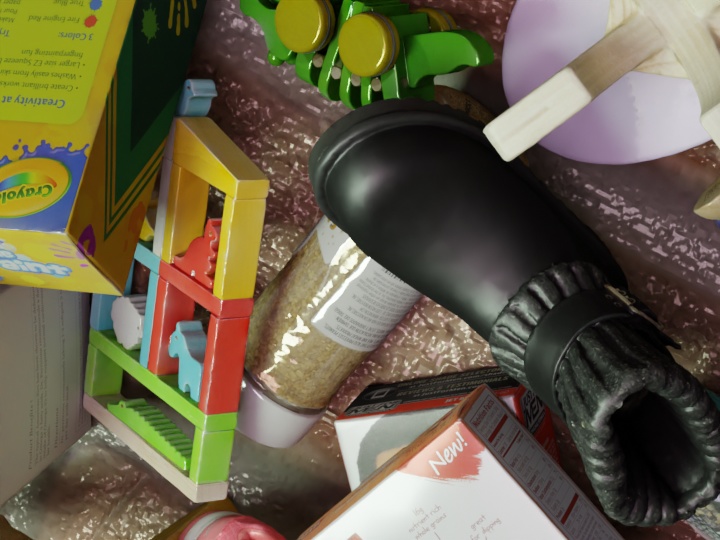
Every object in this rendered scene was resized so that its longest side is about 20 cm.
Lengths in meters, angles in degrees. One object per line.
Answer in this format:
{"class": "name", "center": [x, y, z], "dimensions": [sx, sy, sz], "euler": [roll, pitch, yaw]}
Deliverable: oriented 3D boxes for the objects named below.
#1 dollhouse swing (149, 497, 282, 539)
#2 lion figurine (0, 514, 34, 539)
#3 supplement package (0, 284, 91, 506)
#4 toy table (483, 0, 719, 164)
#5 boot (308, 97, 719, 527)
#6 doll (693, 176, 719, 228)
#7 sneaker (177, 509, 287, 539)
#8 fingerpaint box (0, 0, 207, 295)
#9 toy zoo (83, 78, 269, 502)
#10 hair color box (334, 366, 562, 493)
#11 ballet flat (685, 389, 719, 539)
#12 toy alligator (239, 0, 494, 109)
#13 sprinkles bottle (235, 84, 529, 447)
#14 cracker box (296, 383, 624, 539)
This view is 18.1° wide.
{"class": "dollhouse swing", "center": [-0.100, 0.264, 1.191], "dimensions": [0.181, 0.176, 0.200], "euler": [-35, 92, 24]}
{"class": "lion figurine", "center": [-0.194, 0.154, 1.168], "dimensions": [0.200, 0.122, 0.073], "euler": [34, 117, 49]}
{"class": "supplement package", "center": [-0.229, 0.056, 1.155], "dimensions": [0.117, 0.200, 0.118], "euler": [7, 107, 15]}
{"class": "toy table", "center": [0.142, -0.116, 1.031], "dimensions": [0.184, 0.117, 0.200], "euler": [43, 112, 3]}
{"class": "boot", "center": [0.076, 0.018, 1.026], "dimensions": [0.211, 0.158, 0.079], "euler": [30, 114, -34]}
{"class": "doll", "center": [0.247, 0.024, 1.076], "dimensions": [0.136, 0.048, 0.200], "euler": [-43, 92, 12]}
{"class": "sneaker", "center": [-0.029, 0.212, 1.155], "dimensions": [0.201, 0.074, 0.087], "euler": [57, 158, 1]}
{"class": "fingerpaint box", "center": [-0.194, -0.083, 1.118], "dimensions": [0.199, 0.073, 0.168], "euler": [4, 67, 22]}
{"class": "toy zoo", "center": [-0.095, 0.000, 1.150], "dimensions": [0.131, 0.020, 0.201], "euler": [32, 119, 51]}
{"class": "hair color box", "center": [0.062, 0.155, 1.168], "dimensions": [0.101, 0.061, 0.201], "euler": [-10, 102, 21]}
{"class": "ballet flat", "center": [0.217, 0.133, 1.118], "dimensions": [0.200, 0.072, 0.072], "euler": [37, 113, 4]}
{"class": "toy alligator", "center": [-0.021, -0.114, 1.101], "dimensions": [0.199, 0.059, 0.055], "euler": [23, 112, 33]}
{"class": "sprinkles bottle", "center": [0.000, 0.000, 1.138], "dimensions": [0.068, 0.068, 0.200], "euler": [41, 113, 2]}
{"class": "cracker box", "center": [0.073, 0.175, 1.106], "dimensions": [0.134, 0.058, 0.200], "euler": [-42, 90, 24]}
